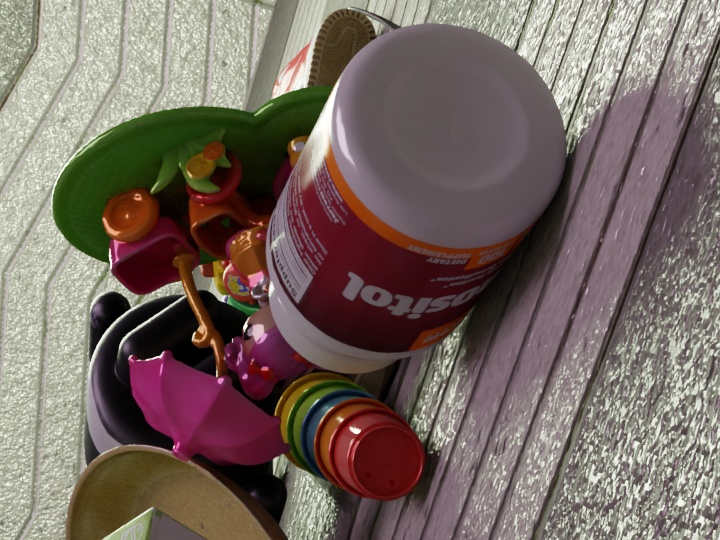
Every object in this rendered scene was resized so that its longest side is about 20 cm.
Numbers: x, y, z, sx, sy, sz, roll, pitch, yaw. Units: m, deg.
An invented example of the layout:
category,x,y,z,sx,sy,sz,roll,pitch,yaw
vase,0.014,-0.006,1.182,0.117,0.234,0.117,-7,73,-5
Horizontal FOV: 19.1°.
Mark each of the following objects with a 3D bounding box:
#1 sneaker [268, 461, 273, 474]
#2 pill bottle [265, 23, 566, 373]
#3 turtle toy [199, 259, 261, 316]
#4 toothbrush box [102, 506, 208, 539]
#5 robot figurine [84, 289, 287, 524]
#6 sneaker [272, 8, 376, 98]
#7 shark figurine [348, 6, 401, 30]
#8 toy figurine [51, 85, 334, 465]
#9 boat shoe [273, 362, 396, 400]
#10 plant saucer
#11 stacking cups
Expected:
category,x,y,z,sx,sy,sz,roll,pitch,yaw
sneaker,-0.099,0.210,1.567,0.082,0.070,0.200,90,-168,-53
pill bottle,0.018,-0.025,1.042,0.200,0.113,0.113,121,164,-61
turtle toy,-0.058,0.002,1.460,0.146,0.101,0.201,107,154,-73
toothbrush box,-0.115,0.223,1.079,0.200,0.146,0.086,-33,32,37
robot figurine,-0.111,0.092,1.350,0.200,0.124,0.151,105,165,-59
sneaker,-0.048,-0.118,1.824,0.200,0.071,0.112,-67,10,-17
shark figurine,0.005,-0.084,1.352,0.128,0.089,0.215,133,151,-69
toy figurine,-0.063,0.017,1.179,0.150,0.200,0.184,51,-159,-55
boat shoe,0.000,0.000,1.249,0.072,0.072,0.200,-87,16,-60
plant saucer,-0.088,0.186,1.213,0.035,0.200,0.200,-26,-31,-44
stacking cups,-0.003,0.087,1.153,0.200,0.060,0.061,174,113,-79
